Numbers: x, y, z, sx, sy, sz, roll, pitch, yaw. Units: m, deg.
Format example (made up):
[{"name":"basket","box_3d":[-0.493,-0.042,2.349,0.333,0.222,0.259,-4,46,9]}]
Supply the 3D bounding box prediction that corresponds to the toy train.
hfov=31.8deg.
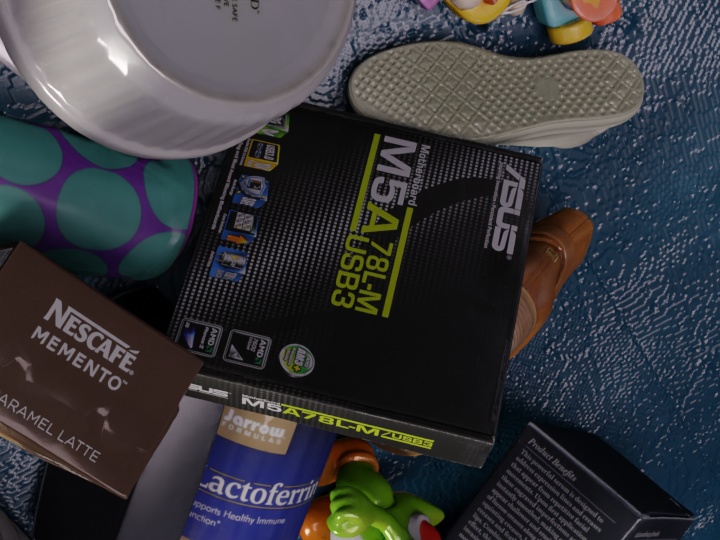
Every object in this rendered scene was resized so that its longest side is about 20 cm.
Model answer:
[{"name":"toy train","box_3d":[0.107,-0.222,0.801,0.200,0.056,0.150,14,107,-23]}]

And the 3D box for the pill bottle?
[{"name":"pill bottle","box_3d":[-0.074,0.102,0.840,0.116,0.116,0.200,13,107,-24]}]

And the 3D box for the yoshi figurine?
[{"name":"yoshi figurine","box_3d":[0.003,0.206,0.855,0.112,0.200,0.112,34,99,-38]}]

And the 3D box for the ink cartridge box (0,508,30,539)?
[{"name":"ink cartridge box","box_3d":[-0.238,0.217,0.771,0.084,0.145,0.200,-25,148,-8]}]

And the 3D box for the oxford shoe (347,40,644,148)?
[{"name":"oxford shoe","box_3d":[0.088,-0.111,0.840,0.200,0.058,0.075,-3,77,-13]}]

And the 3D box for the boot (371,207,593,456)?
[{"name":"boot","box_3d":[0.074,0.040,0.886,0.077,0.200,0.155,41,52,5]}]

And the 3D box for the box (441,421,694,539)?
[{"name":"box","box_3d":[0.131,0.225,0.935,0.200,0.107,0.148,-54,151,8]}]

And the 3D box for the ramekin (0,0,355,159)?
[{"name":"ramekin","box_3d":[-0.092,-0.163,0.691,0.202,0.094,0.203,0,90,-35]}]

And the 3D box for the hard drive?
[{"name":"hard drive","box_3d":[-0.152,0.122,0.807,0.042,0.135,0.200,9,110,-38]}]

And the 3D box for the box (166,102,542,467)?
[{"name":"box","box_3d":[0.000,0.000,0.757,0.193,0.200,0.048,13,150,3]}]

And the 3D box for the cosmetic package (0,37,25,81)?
[{"name":"cosmetic package","box_3d":[-0.214,-0.179,0.709,0.200,0.051,0.083,40,89,-29]}]

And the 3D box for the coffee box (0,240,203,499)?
[{"name":"coffee box","box_3d":[-0.180,0.051,0.687,0.114,0.200,0.080,36,73,-22]}]

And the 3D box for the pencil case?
[{"name":"pencil case","box_3d":[-0.201,-0.053,0.737,0.200,0.092,0.085,14,138,-33]}]
